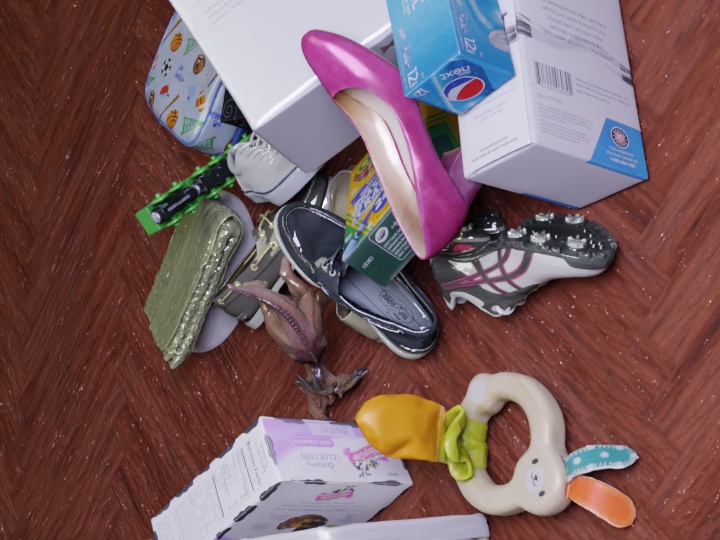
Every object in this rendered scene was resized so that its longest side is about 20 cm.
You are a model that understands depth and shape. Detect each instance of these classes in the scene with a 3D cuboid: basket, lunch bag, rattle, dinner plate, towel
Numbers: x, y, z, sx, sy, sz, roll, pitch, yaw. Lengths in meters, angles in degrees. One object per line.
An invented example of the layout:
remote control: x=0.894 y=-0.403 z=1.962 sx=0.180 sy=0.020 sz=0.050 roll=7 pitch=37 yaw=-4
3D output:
basket: x=0.008 y=0.284 z=1.108 sx=0.135 sy=0.200 sz=0.124 roll=-21 pitch=70 yaw=45
lunch bag: x=-0.185 y=-0.237 z=1.561 sx=0.200 sy=0.075 sz=0.161 roll=43 pitch=111 yaw=48
rattle: x=0.116 y=0.148 z=1.063 sx=0.130 sy=0.143 sz=0.200 roll=-54 pitch=36 yaw=-1
dinner plate: x=-0.194 y=-0.001 z=1.552 sx=0.200 sy=0.024 sz=0.201 roll=-17 pitch=67 yaw=48
towel: x=-0.198 y=0.004 z=1.494 sx=0.200 sy=0.036 sz=0.148 roll=-67 pitch=28 yaw=13

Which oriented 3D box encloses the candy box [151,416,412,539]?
candy box: x=-0.078 y=0.226 z=1.243 sx=0.200 sy=0.168 sz=0.072 roll=-44 pitch=52 yaw=33

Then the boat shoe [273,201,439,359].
boat shoe: x=-0.001 y=0.002 z=1.211 sx=0.199 sy=0.074 sz=0.066 roll=48 pitch=164 yaw=6

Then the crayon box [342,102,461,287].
crayon box: x=0.042 y=-0.090 z=1.198 sx=0.126 sy=0.052 sz=0.200 roll=-49 pitch=18 yaw=26

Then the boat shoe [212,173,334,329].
boat shoe: x=-0.094 y=-0.027 z=1.397 sx=0.202 sy=0.060 sz=0.072 roll=-58 pitch=13 yaw=23

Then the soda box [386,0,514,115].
soda box: x=0.064 y=-0.232 z=1.044 sx=0.068 sy=0.064 sz=0.200 roll=-34 pitch=55 yaw=41

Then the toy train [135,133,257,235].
toy train: x=-0.178 y=-0.099 z=1.451 sx=0.056 sy=0.200 sz=0.042 roll=-23 pitch=104 yaw=43

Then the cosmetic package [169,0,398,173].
cosmetic package: x=-0.058 y=-0.230 z=1.167 sx=0.166 sy=0.167 sz=0.200 roll=-35 pitch=74 yaw=6

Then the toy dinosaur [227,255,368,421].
toy dinosaur: x=-0.056 y=0.067 z=1.277 sx=0.086 sy=0.200 sz=0.136 roll=-23 pitch=61 yaw=11

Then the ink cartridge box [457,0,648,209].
ink cartridge box: x=0.156 y=-0.169 z=1.083 sx=0.086 sy=0.146 sz=0.200 roll=-27 pitch=61 yaw=45

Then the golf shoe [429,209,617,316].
golf shoe: x=0.144 y=-0.005 z=1.131 sx=0.200 sy=0.077 sz=0.088 roll=6 pitch=113 yaw=46

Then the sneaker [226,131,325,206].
sneaker: x=-0.098 y=-0.114 z=1.367 sx=0.073 sy=0.071 sz=0.200 roll=-50 pitch=17 yaw=-19

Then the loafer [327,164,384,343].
loafer: x=0.000 y=-0.024 z=1.292 sx=0.076 sy=0.068 sz=0.200 roll=-38 pitch=54 yaw=38

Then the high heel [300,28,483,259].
high heel: x=0.012 y=-0.102 z=1.036 sx=0.067 sy=0.200 sz=0.096 roll=-15 pitch=35 yaw=57

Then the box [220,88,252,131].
box: x=-0.040 y=-0.215 z=1.353 sx=0.200 sy=0.115 sz=0.132 roll=-1 pitch=79 yaw=48
